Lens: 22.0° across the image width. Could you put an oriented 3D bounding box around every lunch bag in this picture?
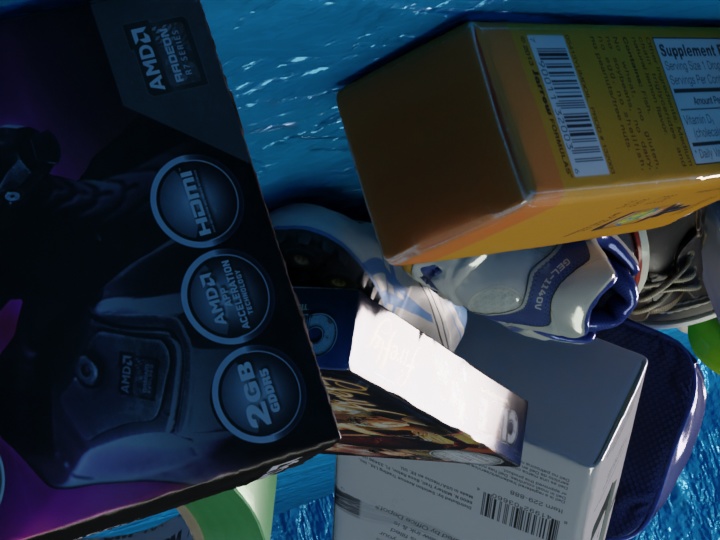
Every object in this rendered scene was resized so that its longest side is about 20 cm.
[{"bbox_3d":[0.113,0.082,1.168,0.199,0.137,0.132,23,179,14],"label":"lunch bag"}]

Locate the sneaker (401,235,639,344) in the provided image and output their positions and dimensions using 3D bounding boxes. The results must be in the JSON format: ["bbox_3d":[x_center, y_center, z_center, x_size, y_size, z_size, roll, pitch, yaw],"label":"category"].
[{"bbox_3d":[0.078,0.000,0.804,0.076,0.088,0.200,-59,170,11],"label":"sneaker"}]

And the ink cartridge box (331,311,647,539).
[{"bbox_3d":[0.065,0.113,1.024,0.201,0.145,0.084,94,22,-48],"label":"ink cartridge box"}]

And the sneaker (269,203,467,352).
[{"bbox_3d":[0.000,0.000,0.856,0.071,0.073,0.200,8,167,20],"label":"sneaker"}]

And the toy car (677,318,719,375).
[{"bbox_3d":[0.345,0.014,1.420,0.199,0.175,0.151,-15,136,-23],"label":"toy car"}]

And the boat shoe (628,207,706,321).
[{"bbox_3d":[0.170,-0.013,1.054,0.074,0.074,0.200,-20,171,5],"label":"boat shoe"}]

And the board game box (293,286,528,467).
[{"bbox_3d":[-0.021,0.050,0.843,0.135,0.035,0.200,2,164,27],"label":"board game box"}]

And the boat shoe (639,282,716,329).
[{"bbox_3d":[0.253,-0.025,1.182,0.201,0.072,0.060,-25,170,1],"label":"boat shoe"}]

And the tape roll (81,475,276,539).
[{"bbox_3d":[-0.136,0.096,0.791,0.199,0.048,0.201,2,138,2],"label":"tape roll"}]

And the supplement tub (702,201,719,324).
[{"bbox_3d":[0.302,-0.028,1.089,0.199,0.123,0.123,-19,171,0],"label":"supplement tub"}]

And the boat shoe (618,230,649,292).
[{"bbox_3d":[0.092,0.000,1.004,0.062,0.072,0.200,-13,174,-20],"label":"boat shoe"}]

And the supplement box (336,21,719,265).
[{"bbox_3d":[0.082,-0.049,0.678,0.066,0.069,0.199,-24,169,37],"label":"supplement box"}]

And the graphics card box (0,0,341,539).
[{"bbox_3d":[-0.117,0.014,0.443,0.199,0.126,0.051,-15,170,-20],"label":"graphics card box"}]
